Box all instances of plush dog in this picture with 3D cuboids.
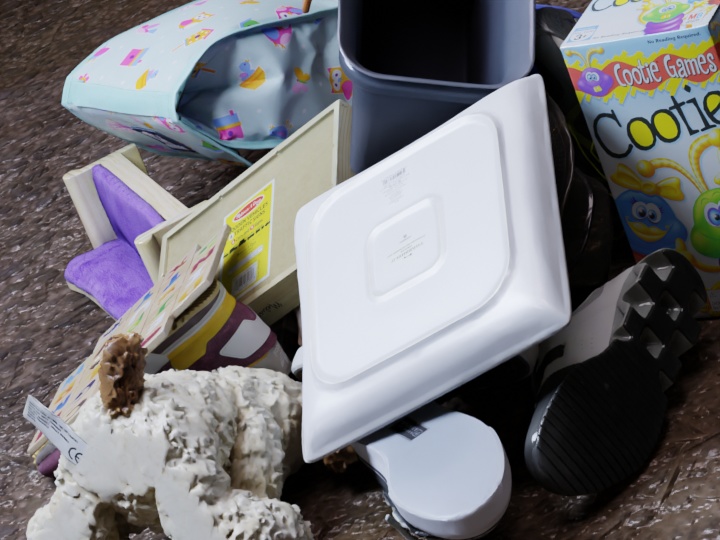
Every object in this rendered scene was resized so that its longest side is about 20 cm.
[{"bbox_3d":[-0.099,0.107,1.630,0.199,0.162,0.171,-5,5,32],"label":"plush dog"}]

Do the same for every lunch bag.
[{"bbox_3d":[-0.111,-0.146,2.040,0.199,0.123,0.170,-19,19,-34],"label":"lunch bag"}]

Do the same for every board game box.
[{"bbox_3d":[0.215,-0.082,1.650,0.104,0.201,0.103,-6,29,31],"label":"board game box"}]

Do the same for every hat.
[{"bbox_3d":[0.115,-0.010,1.693,0.080,0.202,0.201,15,15,-20],"label":"hat"}]

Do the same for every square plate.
[{"bbox_3d":[0.033,-0.007,1.579,0.199,0.028,0.199,-29,44,27],"label":"square plate"}]

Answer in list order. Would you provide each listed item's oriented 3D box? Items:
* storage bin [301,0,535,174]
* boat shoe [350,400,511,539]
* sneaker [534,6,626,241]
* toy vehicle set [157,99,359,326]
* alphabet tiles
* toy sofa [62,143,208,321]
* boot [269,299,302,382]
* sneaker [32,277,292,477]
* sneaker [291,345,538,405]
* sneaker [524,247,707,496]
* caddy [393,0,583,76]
[{"bbox_3d":[0.032,-0.158,1.719,0.144,0.135,0.201,5,53,-5],"label":"storage bin"},{"bbox_3d":[0.045,0.127,1.534,0.073,0.068,0.199,-33,20,-14],"label":"boat shoe"},{"bbox_3d":[0.146,-0.085,1.736,0.084,0.200,0.075,-29,36,9],"label":"sneaker"},{"bbox_3d":[-0.070,-0.016,1.786,0.200,0.026,0.125,-35,39,38],"label":"toy vehicle set"},{"bbox_3d":[-0.151,0.043,1.734,0.166,0.006,0.200,-43,10,13],"label":"alphabet tiles"},{"bbox_3d":[-0.169,-0.020,1.988,0.097,0.083,0.200,-28,25,-13],"label":"toy sofa"},{"bbox_3d":[0.000,0.000,1.761,0.199,0.070,0.147,-9,57,45],"label":"boot"},{"bbox_3d":[-0.134,0.094,1.753,0.200,0.090,0.075,-40,14,30],"label":"sneaker"},{"bbox_3d":[0.041,0.034,1.624,0.199,0.073,0.085,-12,52,44],"label":"sneaker"},{"bbox_3d":[0.136,0.072,1.581,0.088,0.074,0.200,-24,19,42],"label":"sneaker"},{"bbox_3d":[0.092,-0.123,1.868,0.198,0.143,0.105,5,11,-13],"label":"caddy"}]
